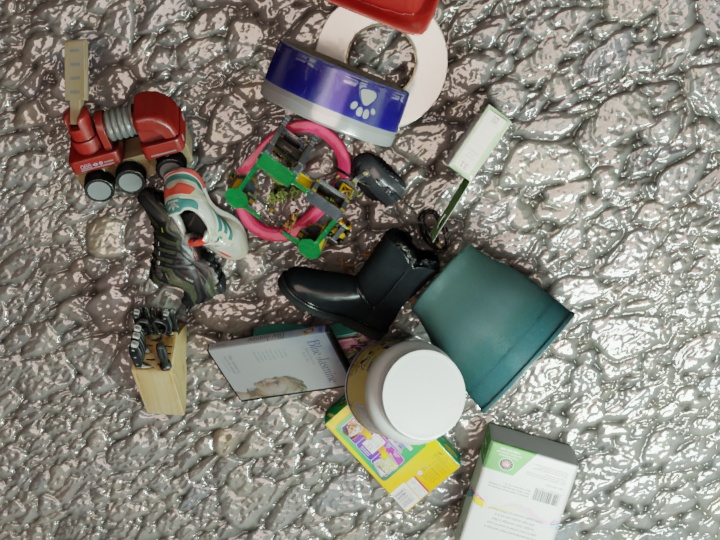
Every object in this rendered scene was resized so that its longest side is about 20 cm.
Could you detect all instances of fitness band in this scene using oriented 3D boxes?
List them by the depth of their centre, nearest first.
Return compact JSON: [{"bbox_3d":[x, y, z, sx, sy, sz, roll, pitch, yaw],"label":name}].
[{"bbox_3d":[-0.106,-0.136,1.753,0.200,0.037,0.144,-43,101,12],"label":"fitness band"}]

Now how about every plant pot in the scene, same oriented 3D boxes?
[{"bbox_3d":[0.182,0.073,1.714,0.188,0.200,0.200,43,102,6],"label":"plant pot"}]

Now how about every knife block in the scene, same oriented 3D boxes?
[{"bbox_3d":[-0.310,0.148,1.755,0.063,0.176,0.204,3,104,3],"label":"knife block"}]

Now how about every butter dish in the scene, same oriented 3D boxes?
[{"bbox_3d":[0.039,-0.460,1.594,0.197,0.148,0.203,21,83,-3],"label":"butter dish"}]

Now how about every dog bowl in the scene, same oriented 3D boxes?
[{"bbox_3d":[-0.034,-0.245,1.601,0.197,0.200,0.080,22,101,-3],"label":"dog bowl"}]

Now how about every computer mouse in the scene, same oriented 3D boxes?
[{"bbox_3d":[0.063,-0.101,1.753,0.200,0.034,0.059,42,101,-8],"label":"computer mouse"}]

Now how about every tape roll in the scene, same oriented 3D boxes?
[{"bbox_3d":[0.030,-0.310,1.704,0.199,0.037,0.207,1,103,3],"label":"tape roll"}]

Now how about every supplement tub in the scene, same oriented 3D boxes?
[{"bbox_3d":[0.064,0.174,1.680,0.143,0.200,0.148,1,87,-14],"label":"supplement tub"}]

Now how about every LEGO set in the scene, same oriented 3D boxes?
[{"bbox_3d":[-0.090,-0.128,1.700,0.198,0.117,0.155,29,133,-3],"label":"LEGO set"}]

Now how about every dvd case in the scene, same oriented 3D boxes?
[{"bbox_3d":[-0.118,0.145,1.772,0.197,0.018,0.144,-10,138,15],"label":"dvd case"}]

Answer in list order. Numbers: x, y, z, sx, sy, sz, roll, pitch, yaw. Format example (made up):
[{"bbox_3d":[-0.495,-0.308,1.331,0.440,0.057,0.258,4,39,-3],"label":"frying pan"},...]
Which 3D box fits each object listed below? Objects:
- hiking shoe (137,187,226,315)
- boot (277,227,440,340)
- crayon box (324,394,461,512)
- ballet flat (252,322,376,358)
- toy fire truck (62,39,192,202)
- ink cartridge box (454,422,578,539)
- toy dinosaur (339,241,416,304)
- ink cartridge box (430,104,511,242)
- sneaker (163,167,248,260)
[{"bbox_3d":[-0.293,-0.028,1.764,0.100,0.076,0.201,-33,101,6],"label":"hiking shoe"},{"bbox_3d":[0.000,0.000,1.692,0.198,0.077,0.169,26,119,-21],"label":"boot"},{"bbox_3d":[0.051,0.265,1.826,0.118,0.058,0.200,-41,98,10],"label":"crayon box"},{"bbox_3d":[-0.069,0.118,1.800,0.196,0.070,0.072,-7,122,4],"label":"ballet flat"},{"bbox_3d":[-0.352,-0.227,1.677,0.173,0.130,0.201,-13,136,6],"label":"toy fire truck"},{"bbox_3d":[0.243,0.364,1.827,0.142,0.084,0.203,16,103,-1],"label":"ink cartridge box"},{"bbox_3d":[0.025,0.018,1.781,0.196,0.061,0.108,9,116,-5],"label":"toy dinosaur"},{"bbox_3d":[0.142,-0.143,1.673,0.048,0.146,0.201,35,98,-2],"label":"ink cartridge box"},{"bbox_3d":[-0.231,-0.058,1.708,0.069,0.095,0.200,-15,139,18],"label":"sneaker"}]
